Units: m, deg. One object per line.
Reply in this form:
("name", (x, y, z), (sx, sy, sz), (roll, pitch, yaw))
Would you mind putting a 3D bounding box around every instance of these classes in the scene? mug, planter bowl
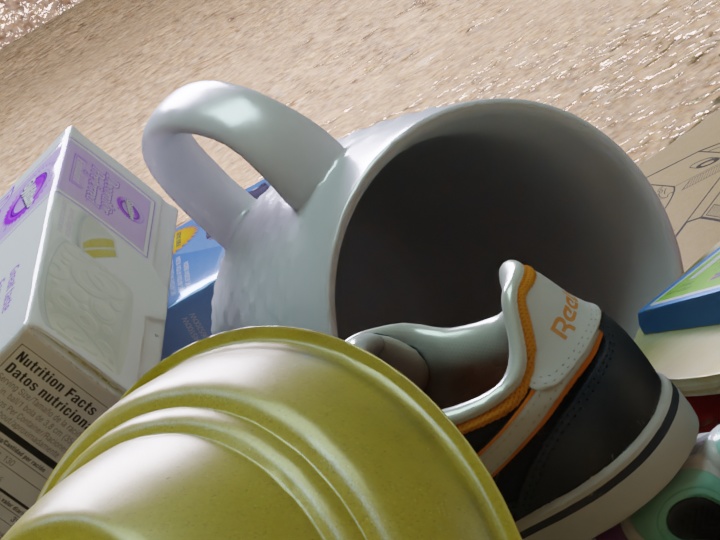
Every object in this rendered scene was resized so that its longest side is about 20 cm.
("mug", (0.000, 0.000, 0.897), (0.148, 0.200, 0.175), (-55, 18, -17))
("planter bowl", (-0.050, 0.115, 0.615), (0.200, 0.202, 0.083), (-16, -12, 40))

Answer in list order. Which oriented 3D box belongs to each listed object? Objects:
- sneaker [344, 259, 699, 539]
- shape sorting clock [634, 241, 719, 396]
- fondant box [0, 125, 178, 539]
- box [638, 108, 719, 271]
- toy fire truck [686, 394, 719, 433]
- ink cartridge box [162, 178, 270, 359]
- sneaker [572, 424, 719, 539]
("sneaker", (-0.004, 0.069, 0.685), (0.200, 0.079, 0.079), (-37, 17, 17))
("shape sorting clock", (0.175, -0.017, 0.742), (0.199, 0.039, 0.200), (-33, 5, 3))
("fondant box", (-0.153, 0.060, 0.836), (0.200, 0.058, 0.145), (-42, 22, 21))
("box", (0.147, -0.024, 1.022), (0.200, 0.021, 0.163), (-36, 17, -15))
("toy fire truck", (0.191, 0.019, 0.769), (0.199, 0.049, 0.141), (-20, 20, 30))
("ink cartridge box", (-0.078, 0.027, 1.173), (0.199, 0.077, 0.137), (-31, 16, 4))
("sneaker", (0.071, 0.089, 0.722), (0.199, 0.078, 0.140), (-32, 17, -7))
